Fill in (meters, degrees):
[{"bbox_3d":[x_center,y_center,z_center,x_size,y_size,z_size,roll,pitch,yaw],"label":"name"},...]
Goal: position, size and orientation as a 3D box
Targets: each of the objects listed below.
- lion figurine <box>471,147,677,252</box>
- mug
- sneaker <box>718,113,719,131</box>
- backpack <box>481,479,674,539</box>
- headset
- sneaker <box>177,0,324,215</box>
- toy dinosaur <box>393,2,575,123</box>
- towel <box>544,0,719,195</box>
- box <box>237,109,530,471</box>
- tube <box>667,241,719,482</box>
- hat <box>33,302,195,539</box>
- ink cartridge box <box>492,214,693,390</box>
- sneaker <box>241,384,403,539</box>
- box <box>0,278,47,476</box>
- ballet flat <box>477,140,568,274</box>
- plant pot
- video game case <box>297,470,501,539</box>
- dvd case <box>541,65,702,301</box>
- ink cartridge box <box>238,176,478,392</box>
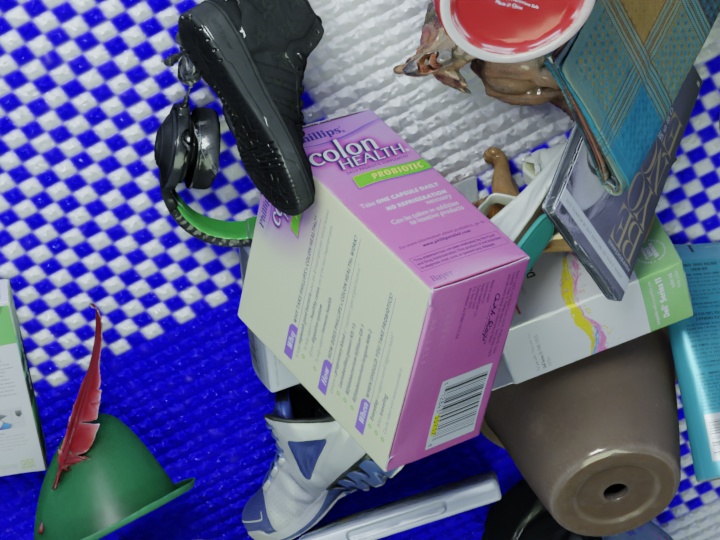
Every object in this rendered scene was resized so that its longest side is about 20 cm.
[{"bbox_3d":[0.157,-0.037,1.726,0.199,0.123,0.073,-8,141,7],"label":"lion figurine"},{"bbox_3d":[0.107,-0.248,1.484,0.176,0.201,0.134,-13,132,0],"label":"mug"},{"bbox_3d":[0.330,-0.144,1.687,0.074,0.107,0.201,-13,135,-7],"label":"sneaker"},{"bbox_3d":[0.224,0.282,2.022,0.127,0.167,0.200,-43,133,18],"label":"backpack"},{"bbox_3d":[-0.101,-0.096,1.646,0.123,0.094,0.201,-17,126,3],"label":"headset"},{"bbox_3d":[-0.059,-0.149,1.562,0.104,0.060,0.201,-36,106,-29],"label":"sneaker"},{"bbox_3d":[0.111,-0.157,1.653,0.135,0.086,0.200,-18,151,19],"label":"toy dinosaur"},{"bbox_3d":[0.203,-0.174,1.599,0.022,0.201,0.147,7,144,36],"label":"towel"},{"bbox_3d":[0.013,0.013,1.632,0.096,0.200,0.177,-18,137,-34],"label":"box"},{"bbox_3d":[0.291,0.075,1.830,0.077,0.201,0.050,-2,170,-35],"label":"tube"},{"bbox_3d":[-0.245,0.139,1.865,0.199,0.166,0.177,-27,90,14],"label":"hat"},{"bbox_3d":[0.155,0.014,1.776,0.199,0.117,0.067,-22,134,-1],"label":"ink cartridge box"},{"bbox_3d":[-0.047,0.149,1.898,0.115,0.081,0.199,44,130,-12],"label":"sneaker"},{"bbox_3d":[-0.345,0.099,1.809,0.143,0.036,0.201,-8,134,-5],"label":"box"},{"bbox_3d":[0.134,-0.053,1.672,0.200,0.069,0.070,-44,137,-22],"label":"ballet flat"},{"bbox_3d":[0.192,0.126,1.853,0.199,0.175,0.201,-7,134,-7],"label":"plant pot"},{"bbox_3d":[0.035,0.214,1.916,0.181,0.022,0.200,-18,176,2],"label":"video game case"},{"bbox_3d":[0.201,-0.097,1.648,0.016,0.201,0.149,11,159,32],"label":"dvd case"},{"bbox_3d":[0.000,0.000,1.804,0.199,0.050,0.163,-21,135,-18],"label":"ink cartridge box"}]
